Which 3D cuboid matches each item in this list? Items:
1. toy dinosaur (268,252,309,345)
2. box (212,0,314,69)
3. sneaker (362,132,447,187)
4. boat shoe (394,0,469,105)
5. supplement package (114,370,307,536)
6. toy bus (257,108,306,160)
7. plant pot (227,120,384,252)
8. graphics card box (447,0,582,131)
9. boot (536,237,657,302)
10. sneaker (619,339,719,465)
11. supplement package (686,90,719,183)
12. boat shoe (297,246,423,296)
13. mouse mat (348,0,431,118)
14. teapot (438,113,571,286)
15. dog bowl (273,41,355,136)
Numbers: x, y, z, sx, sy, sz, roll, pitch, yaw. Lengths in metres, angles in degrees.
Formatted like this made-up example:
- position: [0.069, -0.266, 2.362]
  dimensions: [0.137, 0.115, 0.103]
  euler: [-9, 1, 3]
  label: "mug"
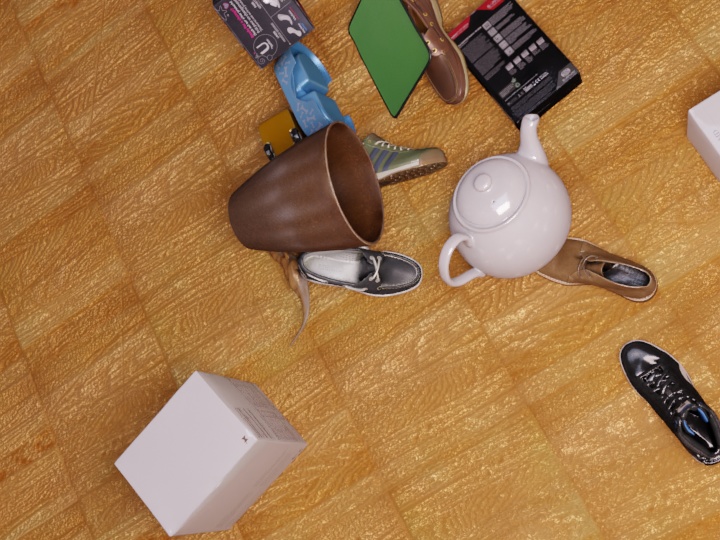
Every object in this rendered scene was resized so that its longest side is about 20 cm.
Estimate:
- position: [-0.097, 0.015, 1.470]
  dimensions: [0.106, 0.060, 0.201]
  euler: [-39, 58, 20]
  label: "toy dinosaur"
- position: [-0.169, -0.440, 1.496]
  dimensions: [0.114, 0.132, 0.200]
  euler: [-36, 28, 7]
  label: "box"
- position: [0.036, -0.183, 1.453]
  dimensions: [0.198, 0.067, 0.091]
  euler: [-16, 79, 18]
  label: "sneaker"
- position: [0.108, -0.353, 1.434]
  dimensions: [0.072, 0.067, 0.202]
  euler: [-30, 78, 47]
  label: "boat shoe"
- position: [-0.221, 0.278, 1.369]
  dimensions: [0.147, 0.200, 0.191]
  euler: [44, 93, 22]
  label: "supplement package"
- position: [-0.104, -0.166, 1.492]
  dimensions: [0.065, 0.078, 0.201]
  euler: [-27, 71, 10]
  label: "toy bus"
- position: [-0.092, -0.102, 1.357]
  dimensions: [0.198, 0.187, 0.189]
  euler: [-17, 73, 22]
  label: "plant pot"
- position: [0.240, -0.334, 1.427]
  dimensions: [0.125, 0.051, 0.201]
  euler: [-39, 68, 8]
  label: "graphics card box"
- position: [0.331, -0.010, 1.313]
  dimensions: [0.198, 0.075, 0.074]
  euler: [17, 87, 23]
  label: "boot"
- position: [0.427, 0.169, 1.219]
  dimensions: [0.073, 0.112, 0.201]
  euler: [-39, 69, 6]
  label: "sneaker"
- position: [0.572, -0.216, 1.256]
  dimensions: [0.199, 0.109, 0.114]
  euler: [-33, 69, 9]
  label: "supplement package"
- position: [0.000, 0.000, 1.405]
  dimensions: [0.198, 0.060, 0.077]
  euler: [1, 83, 0]
  label: "boat shoe"
- position: [0.044, -0.370, 1.464]
  dimensions: [0.007, 0.161, 0.201]
  euler: [-13, 68, -29]
  label: "mouse mat"
- position: [0.202, -0.091, 1.314]
  dimensions: [0.196, 0.146, 0.202]
  euler: [-21, 58, 24]
  label: "teapot"
- position: [-0.080, -0.287, 1.499]
  dimensions: [0.049, 0.111, 0.201]
  euler: [-33, 70, 24]
  label: "dog bowl"
